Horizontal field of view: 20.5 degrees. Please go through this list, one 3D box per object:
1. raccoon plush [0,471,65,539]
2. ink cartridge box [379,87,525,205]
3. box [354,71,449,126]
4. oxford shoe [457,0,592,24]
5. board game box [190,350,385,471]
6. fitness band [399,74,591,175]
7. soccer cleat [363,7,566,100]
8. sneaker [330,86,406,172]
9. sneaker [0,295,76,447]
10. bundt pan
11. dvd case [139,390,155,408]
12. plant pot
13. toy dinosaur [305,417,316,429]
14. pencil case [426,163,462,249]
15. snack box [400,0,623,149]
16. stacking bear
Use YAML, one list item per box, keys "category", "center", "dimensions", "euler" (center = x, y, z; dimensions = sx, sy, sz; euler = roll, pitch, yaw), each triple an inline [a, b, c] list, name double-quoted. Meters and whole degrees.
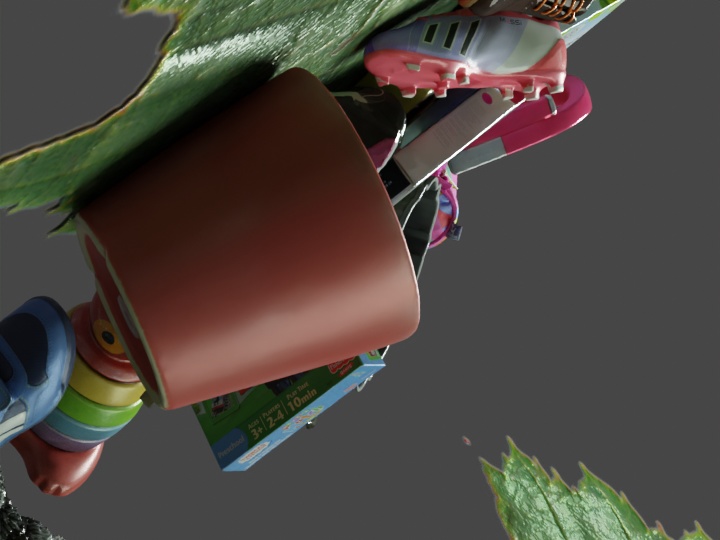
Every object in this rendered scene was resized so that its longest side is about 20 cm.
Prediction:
- category: "raccoon plush"
  center: [-0.327, 0.201, 1.593]
  dimensions: [0.097, 0.199, 0.134]
  euler: [-56, -172, 28]
- category: "ink cartridge box"
  center: [0.058, -0.096, 1.608]
  dimensions: [0.095, 0.037, 0.200]
  euler: [-37, 179, 43]
- category: "box"
  center: [0.004, -0.125, 1.652]
  dimensions: [0.075, 0.050, 0.200]
  euler: [-33, 176, -45]
- category: "oxford shoe"
  center: [0.145, -0.223, 1.518]
  dimensions: [0.071, 0.073, 0.200]
  euler: [-39, 176, 41]
- category: "board game box"
  center: [-0.086, 0.025, 1.494]
  dimensions: [0.151, 0.201, 0.036]
  euler: [-38, 158, 26]
- category: "fitness band"
  center: [0.112, -0.132, 1.799]
  dimensions: [0.198, 0.038, 0.144]
  euler: [-21, -165, -5]
- category: "soccer cleat"
  center: [0.079, -0.174, 1.520]
  dimensions: [0.198, 0.077, 0.066]
  euler: [1, 169, -38]
- category: "sneaker"
  center: [-0.023, -0.104, 1.552]
  dimensions: [0.086, 0.081, 0.199]
  euler: [-42, -168, -35]
- category: "sneaker"
  center: [-0.290, 0.099, 1.483]
  dimensions: [0.200, 0.074, 0.082]
  euler: [-46, 158, 18]
- category: "bundt pan"
  center: [0.000, 0.000, 1.750]
  dimensions: [0.202, 0.075, 0.204]
  euler: [21, 90, -79]
- category: "dvd case"
  center: [-0.091, 0.019, 1.617]
  dimensions: [0.200, 0.016, 0.149]
  euler: [-47, 180, 24]
- category: "plant pot"
  center: [-0.081, -0.008, 1.310]
  dimensions: [0.176, 0.202, 0.200]
  euler: [-26, 175, -13]
- category: "toy dinosaur"
  center: [-0.063, 0.064, 1.568]
  dimensions: [0.103, 0.077, 0.200]
  euler: [-56, -168, 7]
- category: "pencil case"
  center: [0.059, -0.091, 1.929]
  dimensions: [0.088, 0.088, 0.200]
  euler: [-37, -162, 16]
- category: "snack box"
  center: [0.124, -0.198, 1.716]
  dimensions: [0.168, 0.068, 0.200]
  euler: [-38, 178, 44]
- category: "stacking bear"
  center: [-0.219, 0.074, 1.665]
  dimensions: [0.200, 0.122, 0.114]
  euler: [-48, 173, 35]
